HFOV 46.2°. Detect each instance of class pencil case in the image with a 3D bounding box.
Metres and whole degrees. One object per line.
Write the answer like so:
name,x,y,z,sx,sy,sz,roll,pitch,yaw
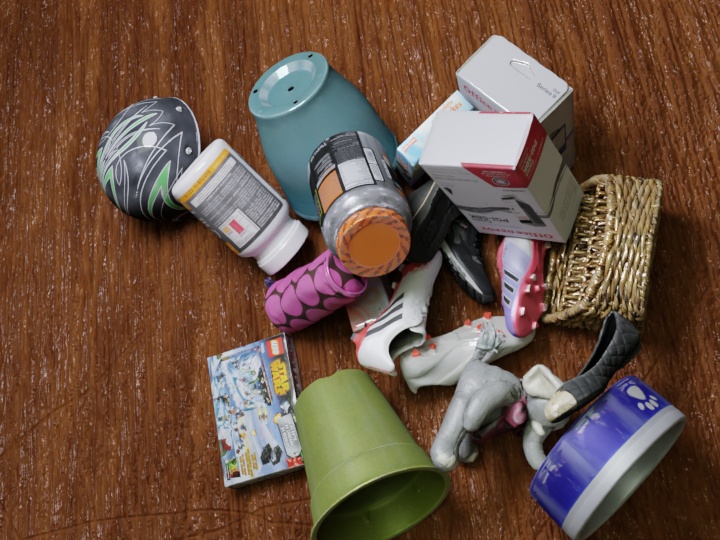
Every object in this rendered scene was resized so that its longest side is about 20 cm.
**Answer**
pencil case,-0.065,0.021,1.229,0.199,0.091,0.094,-26,23,51

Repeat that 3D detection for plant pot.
plant pot,-0.069,-0.212,1.270,0.197,0.189,0.202,-18,46,19
plant pot,-0.006,0.244,1.144,0.198,0.200,0.191,-32,54,6

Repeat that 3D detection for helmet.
helmet,-0.334,-0.180,1.380,0.197,0.191,0.204,-6,71,17

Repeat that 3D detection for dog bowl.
dog bowl,0.299,0.228,1.024,0.200,0.200,0.079,-47,62,-1

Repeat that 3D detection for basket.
basket,0.319,-0.026,1.133,0.147,0.143,0.203,9,75,20

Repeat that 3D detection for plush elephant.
plush elephant,0.200,0.184,1.091,0.153,0.165,0.203,18,82,19

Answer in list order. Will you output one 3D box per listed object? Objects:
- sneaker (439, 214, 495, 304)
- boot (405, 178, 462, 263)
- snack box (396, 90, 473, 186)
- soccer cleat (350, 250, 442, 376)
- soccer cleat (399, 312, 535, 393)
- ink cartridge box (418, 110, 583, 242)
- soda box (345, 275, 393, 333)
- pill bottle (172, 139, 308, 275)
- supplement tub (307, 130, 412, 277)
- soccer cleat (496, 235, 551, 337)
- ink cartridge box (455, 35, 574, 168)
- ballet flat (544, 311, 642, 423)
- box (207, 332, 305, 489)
sneaker,0.152,-0.047,1.238,0.087,0.076,0.201,-34,65,-1
boot,0.077,-0.102,1.222,0.137,0.078,0.201,8,49,44
snack box,0.104,-0.187,1.232,0.116,0.200,0.037,-44,87,0
soccer cleat,0.069,0.058,1.167,0.084,0.069,0.201,25,65,32
soccer cleat,0.151,0.116,1.193,0.197,0.079,0.070,-15,31,-4
ink cartridge box,0.190,-0.122,1.120,0.145,0.200,0.084,9,70,38
soda box,0.000,0.000,1.278,0.068,0.064,0.203,-22,67,10
pill bottle,-0.181,-0.094,1.295,0.200,0.116,0.117,44,89,-16
supplement tub,-0.001,-0.090,1.135,0.121,0.123,0.201,-27,39,8
soccer cleat,0.222,0.007,1.188,0.076,0.067,0.203,-9,53,37
ink cartridge box,0.223,-0.213,1.193,0.087,0.200,0.145,-43,64,-8
ballet flat,0.269,0.118,1.002,0.199,0.067,0.057,-34,81,-40
box,-0.151,0.211,1.271,0.135,0.040,0.203,-18,67,14
